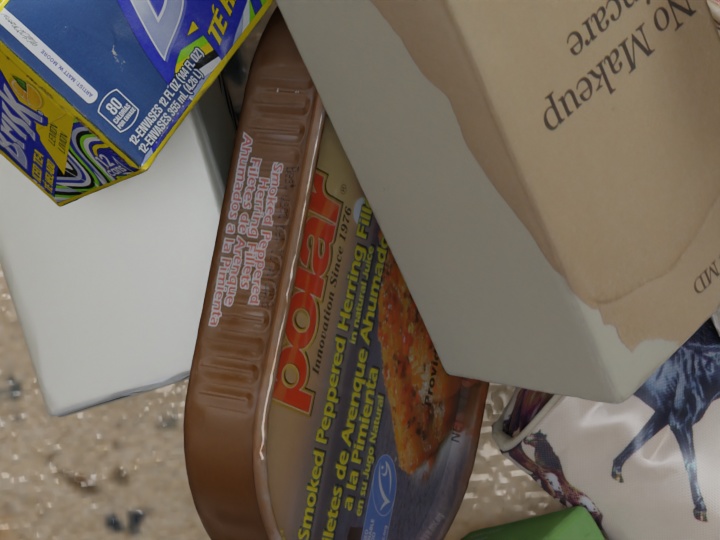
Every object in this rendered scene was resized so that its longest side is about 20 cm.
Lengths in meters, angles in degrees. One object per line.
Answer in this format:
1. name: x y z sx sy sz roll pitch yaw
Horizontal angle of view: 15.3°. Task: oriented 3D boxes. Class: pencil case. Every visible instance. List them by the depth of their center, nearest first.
1. pencil case: 0.142 0.077 0.849 0.199 0.078 0.090 37 117 3

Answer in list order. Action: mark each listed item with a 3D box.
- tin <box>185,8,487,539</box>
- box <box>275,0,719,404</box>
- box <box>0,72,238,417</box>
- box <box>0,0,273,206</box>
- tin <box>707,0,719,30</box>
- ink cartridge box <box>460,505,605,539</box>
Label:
1. tin: 0.000 0.000 0.827 0.042 0.112 0.202 8 83 33
2. box: 0.040 -0.070 0.762 0.095 0.077 0.201 -43 121 -28
3. box: -0.088 -0.061 0.868 0.082 0.068 0.202 -16 94 8
4. box: -0.045 -0.117 0.804 0.064 0.070 0.201 41 66 -16
5. tin: 0.124 -0.137 0.853 0.199 0.042 0.112 37 94 2
6. ink cartridge box: 0.016 0.176 0.815 0.200 0.067 0.118 -36 100 -35
